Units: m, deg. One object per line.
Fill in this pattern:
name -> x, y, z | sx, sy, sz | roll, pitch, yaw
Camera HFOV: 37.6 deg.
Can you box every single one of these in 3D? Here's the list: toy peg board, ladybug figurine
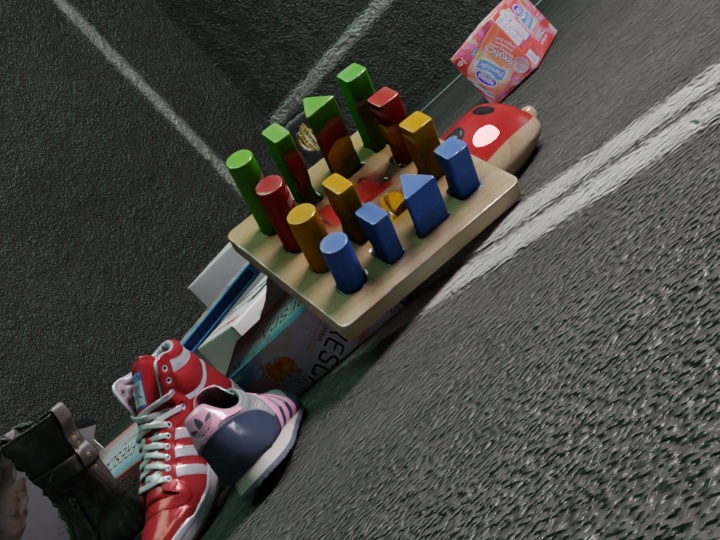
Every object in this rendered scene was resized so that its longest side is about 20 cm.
toy peg board -> -0.006, -0.076, 0.908 | 0.199, 0.098, 0.199 | -40, 41, -15
ladybug figurine -> 0.092, -0.090, 1.021 | 0.200, 0.072, 0.136 | -46, 6, -4

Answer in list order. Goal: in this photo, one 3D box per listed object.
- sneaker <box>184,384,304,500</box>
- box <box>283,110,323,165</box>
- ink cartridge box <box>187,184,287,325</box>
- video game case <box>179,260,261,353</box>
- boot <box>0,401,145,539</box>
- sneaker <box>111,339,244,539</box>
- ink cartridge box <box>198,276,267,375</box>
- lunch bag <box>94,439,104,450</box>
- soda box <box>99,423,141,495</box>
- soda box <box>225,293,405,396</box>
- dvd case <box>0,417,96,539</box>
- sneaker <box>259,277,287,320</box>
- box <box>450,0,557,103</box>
sneaker -> -0.097, 0.119, 0.877 | 0.070, 0.082, 0.200 | -47, 4, 1
box -> -0.026, -0.146, 1.534 | 0.046, 0.201, 0.159 | -38, 8, 8
ink cartridge box -> -0.120, -0.004, 1.498 | 0.145, 0.145, 0.200 | -41, 9, 26
video game case -> -0.137, 0.033, 1.056 | 0.201, 0.018, 0.143 | -50, 5, -1
boot -> -0.281, 0.218, 1.022 | 0.200, 0.174, 0.069 | -38, 9, 38
sneaker -> -0.172, 0.149, 0.910 | 0.071, 0.112, 0.201 | -28, 30, 31
ink cartridge box -> -0.089, 0.044, 1.283 | 0.200, 0.084, 0.144 | -50, 9, -28
lunch bag -> -0.372, 0.308, 1.244 | 0.165, 0.117, 0.200 | -54, -1, 20
soda box -> -0.209, 0.195, 1.067 | 0.200, 0.068, 0.064 | -38, 31, 47
soda box -> -0.042, 0.051, 0.991 | 0.200, 0.063, 0.069 | -42, 21, 30
dvd case -> -0.338, 0.262, 1.092 | 0.142, 0.017, 0.203 | -10, -68, -62
sneaker -> -0.055, -0.013, 1.070 | 0.116, 0.073, 0.201 | -88, 24, -50
box -> 0.223, -0.347, 1.629 | 0.095, 0.103, 0.200 | -40, 9, 32
